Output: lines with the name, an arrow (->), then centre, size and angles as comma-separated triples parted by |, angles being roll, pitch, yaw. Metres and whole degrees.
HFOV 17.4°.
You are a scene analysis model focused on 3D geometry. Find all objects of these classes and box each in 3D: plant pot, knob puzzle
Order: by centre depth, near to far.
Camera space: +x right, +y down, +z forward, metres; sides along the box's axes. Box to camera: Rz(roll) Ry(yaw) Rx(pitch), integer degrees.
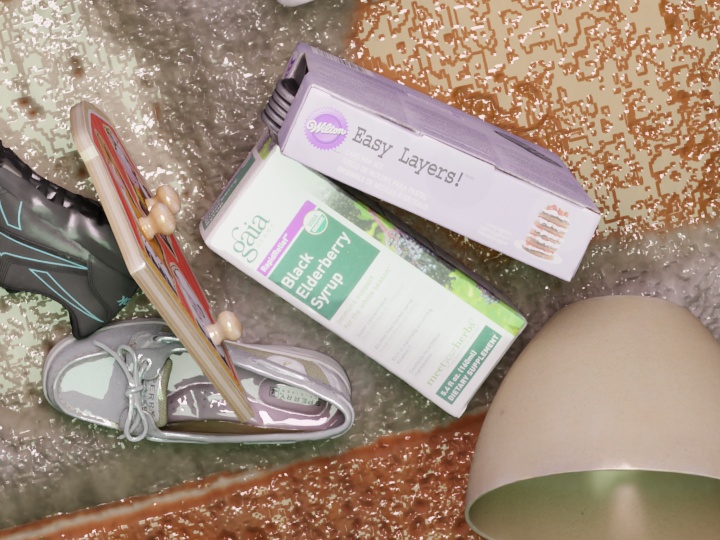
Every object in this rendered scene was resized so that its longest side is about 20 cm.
knob puzzle -> -0.121, -0.028, 1.431 | 0.030, 0.220, 0.220 | -28, 103, 3
plant pot -> 0.167, 0.094, 1.493 | 0.200, 0.200, 0.135 | 5, 66, -6

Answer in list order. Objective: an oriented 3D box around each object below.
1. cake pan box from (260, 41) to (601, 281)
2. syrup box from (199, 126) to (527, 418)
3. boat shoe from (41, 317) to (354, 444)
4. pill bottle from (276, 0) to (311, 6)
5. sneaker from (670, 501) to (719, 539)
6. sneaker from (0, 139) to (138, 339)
cake pan box -> 0.039, -0.072, 1.432 | 0.200, 0.184, 0.052 | 23, 99, -10
syrup box -> 0.000, 0.000, 1.496 | 0.200, 0.081, 0.079 | 35, 96, -12
boat shoe -> -0.104, 0.077, 1.512 | 0.201, 0.065, 0.075 | 9, 101, -7
pill bottle -> -0.048, -0.270, 1.419 | 0.112, 0.112, 0.200 | -30, 103, 2
sneaker -> 0.232, 0.197, 1.578 | 0.200, 0.072, 0.083 | -44, 68, 9
sneaker -> -0.225, -0.033, 1.474 | 0.200, 0.075, 0.079 | 34, 99, -10
